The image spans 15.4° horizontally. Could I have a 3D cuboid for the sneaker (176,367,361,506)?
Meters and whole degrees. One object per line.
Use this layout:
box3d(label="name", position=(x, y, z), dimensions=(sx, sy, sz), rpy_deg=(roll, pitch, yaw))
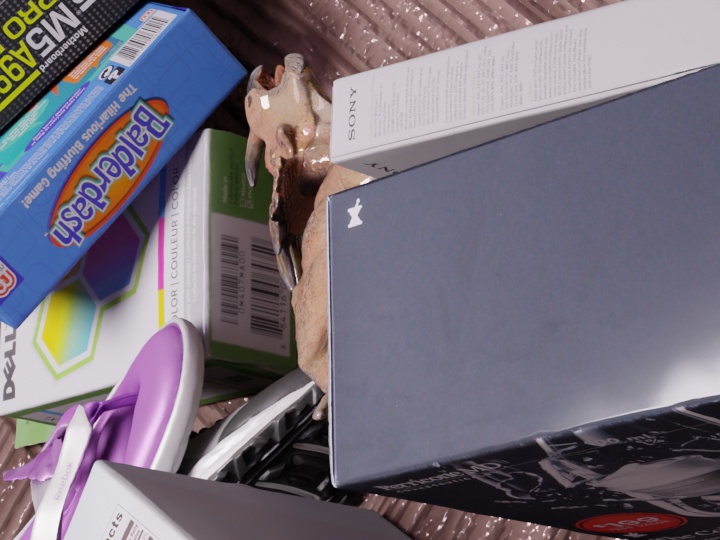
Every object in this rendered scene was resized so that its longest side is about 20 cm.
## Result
box3d(label="sneaker", position=(-0.067, 0.092, 1.129), dimensions=(0.200, 0.074, 0.079), rpy_deg=(-42, 46, 31))

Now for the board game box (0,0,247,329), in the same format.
box3d(label="board game box", position=(-0.152, -0.060, 1.206), dimensions=(0.152, 0.045, 0.200), rpy_deg=(-48, 27, -10))

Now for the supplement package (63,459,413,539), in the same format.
box3d(label="supplement package", position=(-0.019, 0.188, 0.988), dimensions=(0.200, 0.152, 0.151), rpy_deg=(34, 104, 46))

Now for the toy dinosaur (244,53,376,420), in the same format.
box3d(label="toy dinosaur", position=(0.000, 0.000, 1.051), dimensions=(0.135, 0.086, 0.200), rpy_deg=(-28, 39, 40))

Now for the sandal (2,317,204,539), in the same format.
box3d(label="sandal", position=(-0.128, 0.103, 1.113), dimensions=(0.203, 0.050, 0.083), rpy_deg=(-57, 30, 22))

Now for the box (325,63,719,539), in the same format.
box3d(label="box", position=(0.120, 0.019, 0.870), dimensions=(0.200, 0.182, 0.104), rpy_deg=(-18, 66, 43))

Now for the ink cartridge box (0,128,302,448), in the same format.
box3d(label="ink cartridge box", position=(-0.114, 0.013, 1.209), dimensions=(0.200, 0.059, 0.104), rpy_deg=(-16, 68, 43))

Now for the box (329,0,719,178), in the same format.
box3d(label="box", position=(0.107, -0.052, 0.932), dimensions=(0.200, 0.144, 0.036), rpy_deg=(-10, 70, 45))

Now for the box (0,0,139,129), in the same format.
box3d(label="box", position=(-0.170, -0.130, 1.236), dimensions=(0.160, 0.044, 0.200), rpy_deg=(-44, 25, 1))
